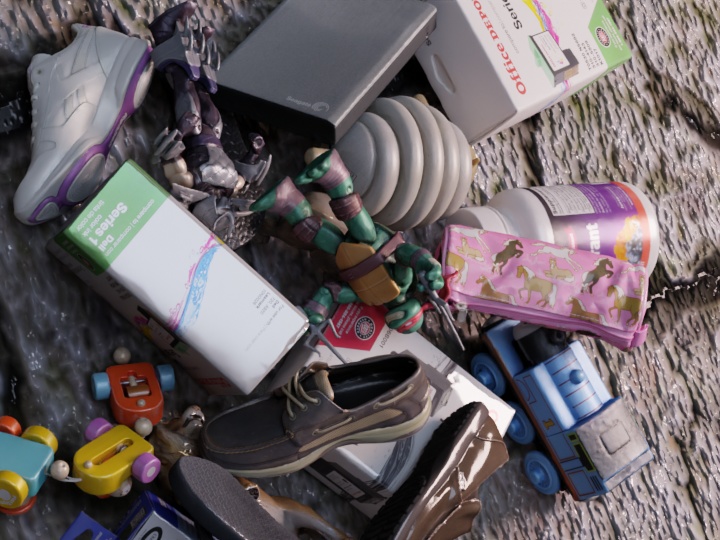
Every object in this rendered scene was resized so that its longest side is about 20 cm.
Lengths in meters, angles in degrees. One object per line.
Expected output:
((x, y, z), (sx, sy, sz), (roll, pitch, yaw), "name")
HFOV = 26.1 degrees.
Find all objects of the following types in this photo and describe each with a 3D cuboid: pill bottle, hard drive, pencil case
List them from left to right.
((-0.035, -0.200, 1.446), (0.139, 0.033, 0.200), (20, 49, 21), "hard drive")
((0.161, 0.016, 1.397), (0.198, 0.083, 0.087), (10, 85, -5), "pencil case")
((0.183, -0.027, 1.519), (0.199, 0.111, 0.112), (-6, 77, -29), "pill bottle")

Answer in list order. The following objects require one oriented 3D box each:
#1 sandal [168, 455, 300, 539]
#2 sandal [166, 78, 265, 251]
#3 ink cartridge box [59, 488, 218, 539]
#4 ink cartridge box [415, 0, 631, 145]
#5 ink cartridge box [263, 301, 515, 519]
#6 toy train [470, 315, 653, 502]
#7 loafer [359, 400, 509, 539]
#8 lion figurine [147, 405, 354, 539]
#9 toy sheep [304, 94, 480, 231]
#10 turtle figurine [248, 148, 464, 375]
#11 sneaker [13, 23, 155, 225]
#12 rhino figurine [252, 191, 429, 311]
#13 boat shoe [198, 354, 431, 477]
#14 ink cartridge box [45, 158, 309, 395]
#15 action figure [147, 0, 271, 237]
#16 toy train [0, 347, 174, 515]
((-0.082, 0.221, 1.219), (0.200, 0.043, 0.076), (46, 13, -28), "sandal")
((-0.137, -0.099, 1.416), (0.075, 0.045, 0.201), (3, 58, -33), "sandal")
((-0.154, 0.271, 1.234), (0.200, 0.076, 0.137), (38, 86, -14), "ink cartridge box")
((0.158, -0.233, 1.566), (0.199, 0.084, 0.145), (-28, 89, -40), "ink cartridge box")
((0.022, 0.133, 1.396), (0.200, 0.083, 0.146), (38, 60, -12), "ink cartridge box")
((0.186, 0.125, 1.469), (0.086, 0.114, 0.201), (-28, 89, -33), "toy train")
((0.069, 0.200, 1.307), (0.071, 0.073, 0.200), (44, 62, -9), "loafer")
((-0.093, 0.199, 1.317), (0.200, 0.122, 0.073), (43, 83, -28), "lion figurine")
((0.029, -0.102, 1.452), (0.199, 0.138, 0.139), (-3, 75, -34), "toy sheep")
((0.000, 0.000, 1.324), (0.200, 0.149, 0.101), (53, 25, -9), "turtle figurine")
((-0.258, -0.128, 1.350), (0.099, 0.075, 0.201), (24, 64, 5), "sneaker")
((0.002, -0.009, 1.428), (0.199, 0.087, 0.060), (32, 65, -26), "rhino figurine")
((-0.038, 0.107, 1.266), (0.199, 0.074, 0.075), (-15, 43, -17), "boat shoe")
((-0.155, 0.011, 1.296), (0.200, 0.145, 0.084), (42, 75, -10), "ink cartridge box")
((-0.136, -0.122, 1.335), (0.130, 0.069, 0.201), (21, 52, -62), "action figure")
((-0.238, 0.137, 1.267), (0.199, 0.056, 0.150), (-9, 39, -23), "toy train")
